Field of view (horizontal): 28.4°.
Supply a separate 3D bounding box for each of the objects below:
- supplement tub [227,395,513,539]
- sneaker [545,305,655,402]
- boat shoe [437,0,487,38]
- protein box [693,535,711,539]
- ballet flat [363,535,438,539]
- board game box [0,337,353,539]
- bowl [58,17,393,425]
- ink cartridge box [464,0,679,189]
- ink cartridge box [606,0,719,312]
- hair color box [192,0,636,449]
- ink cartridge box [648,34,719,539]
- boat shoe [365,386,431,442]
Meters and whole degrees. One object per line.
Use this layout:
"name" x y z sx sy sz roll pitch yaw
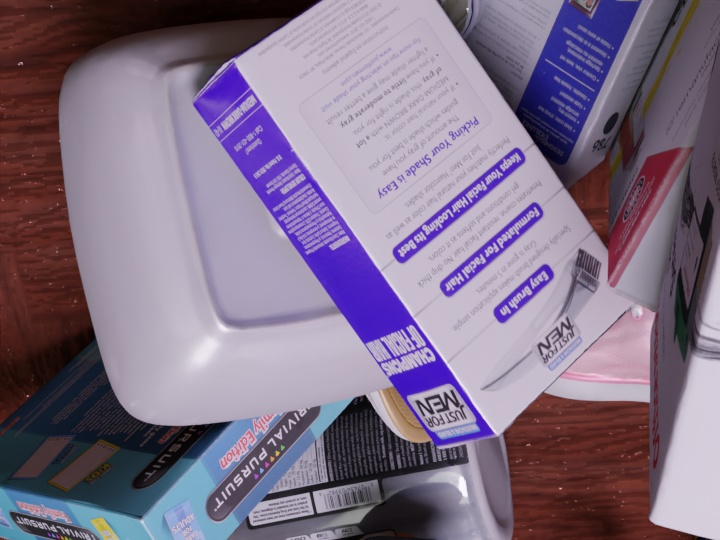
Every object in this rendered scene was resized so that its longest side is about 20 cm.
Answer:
"supplement tub" -0.015 0.128 0.861 0.198 0.123 0.124 -13 116 15
"sneaker" 0.164 0.020 0.789 0.198 0.075 0.106 11 122 23
"boat shoe" 0.021 -0.205 0.692 0.071 0.062 0.202 -9 106 24
"protein box" 0.302 0.225 0.864 0.196 0.135 0.202 12 120 2
"ballet flat" 0.007 0.200 0.800 0.068 0.069 0.200 -10 158 -25
"board game box" -0.118 0.091 0.790 0.199 0.151 0.047 0 127 47
"bowl" -0.038 -0.035 0.703 0.198 0.075 0.202 -8 81 -26
"ink cartridge box" 0.102 -0.128 0.729 0.099 0.039 0.201 38 122 25
"ink cartridge box" 0.183 -0.078 0.678 0.083 0.201 0.146 22 119 -2
"hair color box" 0.027 -0.032 0.656 0.201 0.109 0.065 54 152 -4
"ink cartridge box" 0.162 -0.018 0.515 0.083 0.146 0.202 11 118 7
"boat shoe" 0.000 0.000 0.795 0.069 0.070 0.202 -25 81 55
